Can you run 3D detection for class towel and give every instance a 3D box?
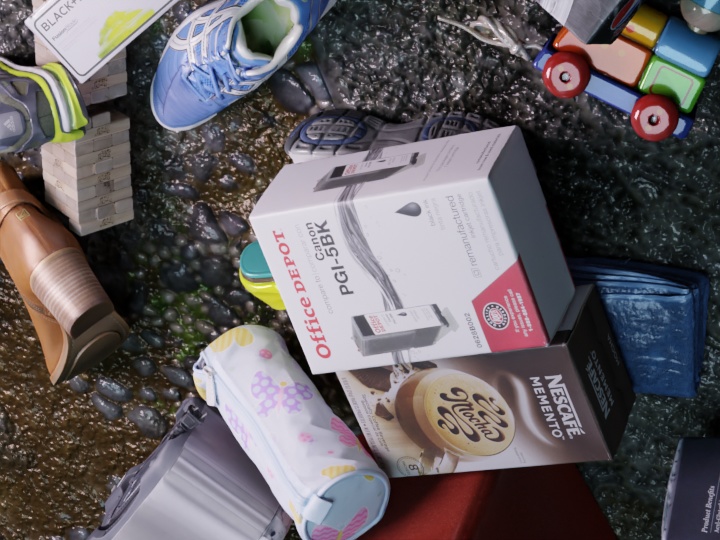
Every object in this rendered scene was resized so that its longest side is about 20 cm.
[{"bbox_3d":[0.169,0.043,1.718,0.199,0.049,0.112,5,120,15],"label":"towel"}]

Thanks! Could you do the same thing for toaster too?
[{"bbox_3d":[-0.136,0.201,1.869,0.129,0.114,0.200,35,124,-8],"label":"toaster"}]

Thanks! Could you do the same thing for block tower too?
[{"bbox_3d":[-0.217,-0.131,1.731,0.058,0.054,0.201,31,131,44],"label":"block tower"}]

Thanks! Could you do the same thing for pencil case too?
[{"bbox_3d":[-0.056,0.130,1.758,0.083,0.200,0.091,-47,142,9],"label":"pencil case"}]

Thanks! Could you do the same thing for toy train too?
[{"bbox_3d":[0.166,-0.186,1.576,0.199,0.085,0.116,26,113,3],"label":"toy train"}]

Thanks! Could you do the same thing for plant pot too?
[{"bbox_3d":[0.076,0.240,1.782,0.199,0.176,0.201,-21,110,27],"label":"plant pot"}]

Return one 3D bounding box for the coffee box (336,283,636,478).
[{"bbox_3d":[0.096,0.086,1.691,0.199,0.080,0.113,-8,121,29],"label":"coffee box"}]

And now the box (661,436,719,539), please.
[{"bbox_3d":[0.346,0.209,1.688,0.199,0.105,0.148,-4,137,25],"label":"box"}]

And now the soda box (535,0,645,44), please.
[{"bbox_3d":[0.112,-0.243,1.525,0.200,0.063,0.071,43,109,14],"label":"soda box"}]

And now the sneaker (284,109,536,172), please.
[{"bbox_3d":[0.042,-0.072,1.691,0.199,0.075,0.088,7,129,23],"label":"sneaker"}]

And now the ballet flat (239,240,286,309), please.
[{"bbox_3d":[0.000,0.000,1.748,0.199,0.067,0.067,-6,138,24],"label":"ballet flat"}]

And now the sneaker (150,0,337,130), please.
[{"bbox_3d":[-0.098,-0.171,1.667,0.076,0.077,0.200,42,124,-10],"label":"sneaker"}]

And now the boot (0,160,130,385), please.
[{"bbox_3d":[-0.260,0.001,1.818,0.155,0.073,0.200,53,159,14],"label":"boot"}]

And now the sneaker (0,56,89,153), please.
[{"bbox_3d":[-0.293,-0.126,1.719,0.199,0.081,0.074,1,108,55],"label":"sneaker"}]

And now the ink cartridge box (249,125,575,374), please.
[{"bbox_3d":[0.038,-0.012,1.625,0.199,0.083,0.147,-9,117,27],"label":"ink cartridge box"}]

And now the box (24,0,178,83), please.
[{"bbox_3d":[-0.149,-0.224,1.581,0.116,0.200,0.060,-36,103,30],"label":"box"}]
